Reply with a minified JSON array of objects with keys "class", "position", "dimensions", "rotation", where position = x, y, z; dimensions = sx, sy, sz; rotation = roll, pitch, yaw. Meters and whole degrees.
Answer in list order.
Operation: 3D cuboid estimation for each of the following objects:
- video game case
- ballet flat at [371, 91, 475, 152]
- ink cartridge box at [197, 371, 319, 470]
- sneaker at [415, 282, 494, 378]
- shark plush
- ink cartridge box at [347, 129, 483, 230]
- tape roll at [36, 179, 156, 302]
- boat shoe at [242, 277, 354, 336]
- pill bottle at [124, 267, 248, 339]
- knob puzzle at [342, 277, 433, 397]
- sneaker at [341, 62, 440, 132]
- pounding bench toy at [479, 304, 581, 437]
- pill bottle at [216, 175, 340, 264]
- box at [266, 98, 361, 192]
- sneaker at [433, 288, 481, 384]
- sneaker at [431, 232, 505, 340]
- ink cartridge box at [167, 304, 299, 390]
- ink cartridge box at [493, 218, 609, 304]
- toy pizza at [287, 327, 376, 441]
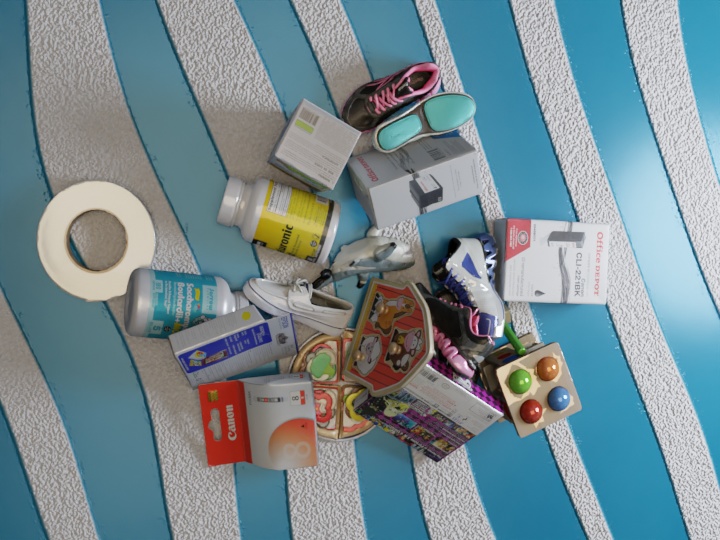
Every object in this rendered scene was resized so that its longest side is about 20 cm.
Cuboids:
[{"class":"video game case","position":[0.117,0.236,1.582],"dimensions":[0.198,0.036,0.181],"rotation":[33,127,-19]},{"class":"ballet flat","position":[0.103,-0.259,1.584],"dimensions":[0.197,0.069,0.071],"rotation":[-24,96,-13]},{"class":"ink cartridge box","position":[-0.173,0.265,1.575],"dimensions":[0.195,0.050,0.166],"rotation":[-7,109,-8]},{"class":"sneaker","position":[0.157,0.085,1.554],"dimensions":[0.095,0.079,0.201],"rotation":[-42,56,9]},{"class":"shark plush","position":[0.000,0.000,1.610],"dimensions":[0.198,0.091,0.084],"rotation":[-31,127,-11]},{"class":"ink cartridge box","position":[0.091,-0.162,1.568],"dimensions":[0.196,0.146,0.085],"rotation":[-19,120,-8]},{"class":"tape roll","position":[-0.445,-0.050,1.549],"dimensions":[0.198,0.037,0.208],"rotation":[0,92,-10]},{"class":"boat shoe","position":[-0.104,0.046,1.580],"dimensions":[0.196,0.074,0.066],"rotation":[21,118,-22]},{"class":"pill bottle","position":[-0.289,0.061,1.531],"dimensions":[0.196,0.110,0.114],"rotation":[6,91,-23]},{"class":"knob puzzle","position":[0.048,0.112,1.529],"dimensions":[0.030,0.218,0.224],"rotation":[20,89,-38]},{"class":"sneaker","position":[0.056,-0.306,1.583],"dimensions":[0.197,0.095,0.080],"rotation":[-31,98,-5]},{"class":"pounding bench toy","position":[0.281,0.165,1.613],"dimensions":[0.122,0.156,0.204],"rotation":[-22,95,-7]},{"class":"pill bottle","position":[-0.140,-0.091,1.559],"dimensions":[0.196,0.111,0.114],"rotation":[18,90,-9]},{"class":"box","position":[-0.081,-0.202,1.518],"dimensions":[0.111,0.200,0.103],"rotation":[28,89,-11]},{"class":"sneaker","position":[0.171,0.133,1.617],"dimensions":[0.074,0.114,0.205],"rotation":[-3,90,-10]},{"class":"sneaker","position":[0.181,0.029,1.604],"dimensions":[0.113,0.081,0.204],"rotation":[4,69,-22]},{"class":"ink cartridge box","position":[-0.205,0.122,1.517],"dimensions":[0.196,0.199,0.048],"rotation":[-21,67,-10]},{"class":"ink cartridge box","position":[0.342,-0.016,1.652],"dimensions":[0.195,0.084,0.148],"rotation":[2,91,-10]},{"class":"toy pizza","position":[-0.034,0.204,1.627],"dimensions":[0.195,0.032,0.206],"rotation":[0,92,-9]}]
